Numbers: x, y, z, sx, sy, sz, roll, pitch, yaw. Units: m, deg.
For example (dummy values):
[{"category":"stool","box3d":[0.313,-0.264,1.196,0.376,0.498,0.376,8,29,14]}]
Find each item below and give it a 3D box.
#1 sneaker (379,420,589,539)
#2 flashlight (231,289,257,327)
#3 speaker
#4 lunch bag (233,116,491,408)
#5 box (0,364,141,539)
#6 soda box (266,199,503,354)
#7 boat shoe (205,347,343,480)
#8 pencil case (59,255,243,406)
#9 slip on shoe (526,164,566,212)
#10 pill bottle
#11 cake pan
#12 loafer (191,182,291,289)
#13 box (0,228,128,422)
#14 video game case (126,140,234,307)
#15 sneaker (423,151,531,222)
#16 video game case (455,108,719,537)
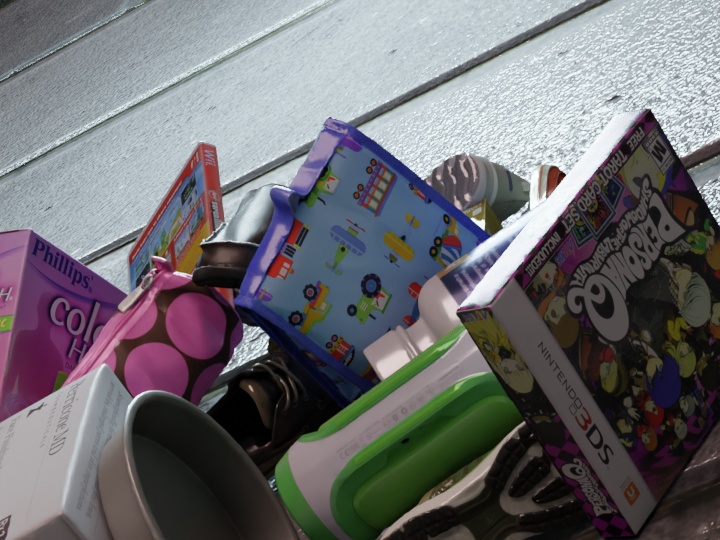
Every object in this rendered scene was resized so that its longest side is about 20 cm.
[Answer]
[{"category":"sneaker","box3d":[0.088,0.139,1.506,0.199,0.077,0.089,-31,9,-2]},{"category":"flashlight","box3d":[-0.105,0.015,1.891,0.068,0.068,0.200,-46,16,-12]},{"category":"speaker","box3d":[0.043,0.100,1.532,0.200,0.089,0.089,-36,20,14]},{"category":"lunch bag","box3d":[0.000,0.000,1.677,0.094,0.200,0.151,16,71,44]},{"category":"box","box3d":[-0.176,0.207,1.558,0.130,0.200,0.199,-29,21,15]},{"category":"soda box","box3d":[0.027,0.027,1.839,0.199,0.064,0.068,-29,20,16]},{"category":"boat shoe","box3d":[-0.063,0.104,1.763,0.200,0.074,0.073,-46,-20,-10]},{"category":"pencil case","box3d":[-0.173,0.089,1.712,0.090,0.094,0.200,8,52,37]},{"category":"slip on shoe","box3d":[0.155,-0.028,1.787,0.061,0.075,0.200,3,18,0]},{"category":"pill bottle","box3d":[0.108,0.036,1.621,0.199,0.120,0.120,-34,21,-1]},{"category":"cake pan","box3d":[-0.099,0.171,1.525,0.037,0.200,0.201,-34,20,17]},{"category":"loafer","box3d":[-0.075,-0.029,1.735,0.073,0.072,0.200,5,10,10]},{"category":"box","box3d":[-0.249,0.098,1.794,0.096,0.176,0.201,-8,62,29]},{"category":"video game case","box3d":[-0.144,0.014,1.885,0.143,0.017,0.201,-54,31,36]},{"category":"sneaker","box3d":[0.063,-0.029,1.926,0.200,0.082,0.075,-29,58,50]},{"category":"video game case","box3d":[0.163,0.031,1.463,0.036,0.182,0.200,-8,32,48]}]
